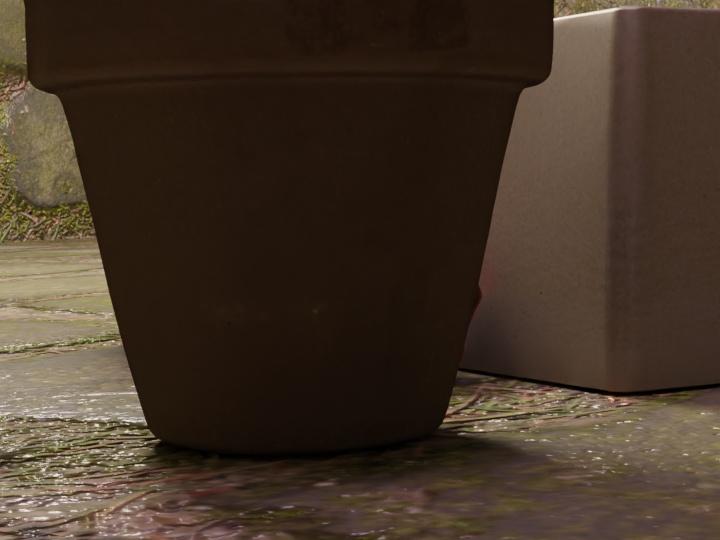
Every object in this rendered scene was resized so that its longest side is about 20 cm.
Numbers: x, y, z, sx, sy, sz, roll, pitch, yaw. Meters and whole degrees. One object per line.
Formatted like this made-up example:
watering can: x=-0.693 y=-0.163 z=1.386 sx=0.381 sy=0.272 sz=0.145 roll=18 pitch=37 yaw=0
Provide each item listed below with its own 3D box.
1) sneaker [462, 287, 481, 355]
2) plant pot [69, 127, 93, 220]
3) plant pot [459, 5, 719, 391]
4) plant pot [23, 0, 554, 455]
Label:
sneaker: x=-0.007 y=-0.009 z=0.813 sx=0.112 sy=0.071 sz=0.200 roll=0 pitch=35 yaw=-16
plant pot: x=-0.090 y=-0.057 z=0.996 sx=0.200 sy=0.193 sz=0.200 roll=-3 pitch=0 yaw=0
plant pot: x=0.149 y=-0.041 z=0.824 sx=0.200 sy=0.177 sz=0.200 roll=-3 pitch=3 yaw=-29
plant pot: x=-0.024 y=-0.025 z=0.597 sx=0.200 sy=0.175 sz=0.200 roll=-2 pitch=2 yaw=0
